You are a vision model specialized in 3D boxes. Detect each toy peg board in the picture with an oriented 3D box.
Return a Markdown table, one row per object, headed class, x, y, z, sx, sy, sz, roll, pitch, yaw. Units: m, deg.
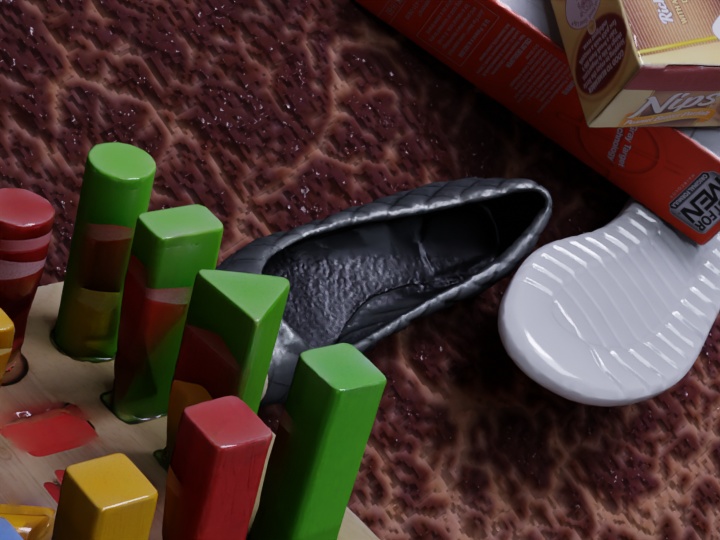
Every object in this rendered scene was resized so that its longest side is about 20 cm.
| class | x | y | z | sx | sy | sz | roll | pitch | yaw |
| --- | --- | --- | --- | --- | --- | --- | --- | --- | --- |
| toy peg board | -0.106 | 0.046 | 0.774 | 0.198 | 0.098 | 0.200 | -13 | 40 | -39 |

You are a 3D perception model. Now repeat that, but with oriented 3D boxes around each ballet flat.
| class | x | y | z | sx | sy | sz | roll | pitch | yaw |
| --- | --- | --- | --- | --- | --- | --- | --- | --- | --- |
| ballet flat | 0.000 | 0.000 | 0.961 | 0.200 | 0.057 | 0.067 | -28 | 86 | -40 |

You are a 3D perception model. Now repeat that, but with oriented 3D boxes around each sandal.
| class | x | y | z | sx | sy | sz | roll | pitch | yaw |
| --- | --- | --- | --- | --- | --- | --- | --- | --- | --- |
| sandal | 0.117 | 0.019 | 1.040 | 0.082 | 0.050 | 0.202 | 45 | 35 | 10 |

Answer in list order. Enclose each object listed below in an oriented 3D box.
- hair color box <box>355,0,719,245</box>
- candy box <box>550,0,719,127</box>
| class | x | y | z | sx | sy | sz | roll | pitch | yaw |
| --- | --- | --- | --- | --- | --- | --- | --- | --- | --- |
| hair color box | 0.107 | -0.113 | 1.061 | 0.200 | 0.061 | 0.102 | 35 | 56 | -3 |
| candy box | 0.134 | -0.162 | 1.028 | 0.115 | 0.055 | 0.201 | -2 | 65 | -25 |
